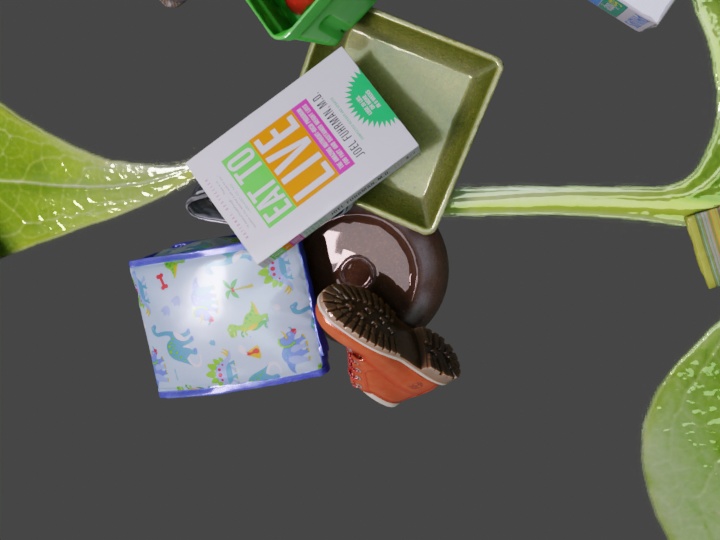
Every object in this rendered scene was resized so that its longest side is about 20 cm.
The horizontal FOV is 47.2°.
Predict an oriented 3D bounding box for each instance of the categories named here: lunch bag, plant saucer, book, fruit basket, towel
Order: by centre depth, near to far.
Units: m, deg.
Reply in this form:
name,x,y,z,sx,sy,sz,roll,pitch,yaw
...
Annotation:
name,x,y,z,sx,sy,sz,roll,pitch,yaw
fruit basket,-0.079,-0.334,0.775,0.156,0.216,0.216,-43,91,19
book,-0.058,-0.114,0.842,0.200,0.048,0.134,-37,77,2
towel,0.444,-0.049,0.844,0.200,0.018,0.086,-18,104,16
plant saucer,0.028,-0.168,0.894,0.200,0.048,0.200,24,107,7
lunch bag,-0.140,0.045,0.943,0.200,0.127,0.170,-8,101,25
plant saucer,0.000,0.000,0.947,0.200,0.037,0.201,3,103,12

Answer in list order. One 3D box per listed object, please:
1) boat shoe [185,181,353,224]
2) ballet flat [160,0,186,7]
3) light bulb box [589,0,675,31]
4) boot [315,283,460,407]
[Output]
name,x,y,z,sx,sy,sz,roll,pitch,yaw
boat shoe,-0.101,-0.071,0.901,0.200,0.071,0.072,2,135,29
ballet flat,-0.230,-0.389,0.901,0.046,0.067,0.200,0,109,47
light bulb box,0.242,-0.358,0.758,0.200,0.125,0.198,34,107,2
boot,0.008,0.092,0.914,0.107,0.075,0.200,-34,127,29
